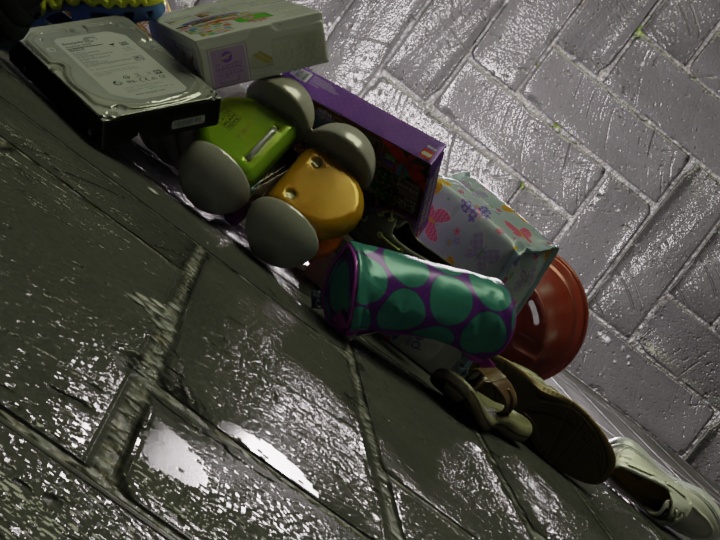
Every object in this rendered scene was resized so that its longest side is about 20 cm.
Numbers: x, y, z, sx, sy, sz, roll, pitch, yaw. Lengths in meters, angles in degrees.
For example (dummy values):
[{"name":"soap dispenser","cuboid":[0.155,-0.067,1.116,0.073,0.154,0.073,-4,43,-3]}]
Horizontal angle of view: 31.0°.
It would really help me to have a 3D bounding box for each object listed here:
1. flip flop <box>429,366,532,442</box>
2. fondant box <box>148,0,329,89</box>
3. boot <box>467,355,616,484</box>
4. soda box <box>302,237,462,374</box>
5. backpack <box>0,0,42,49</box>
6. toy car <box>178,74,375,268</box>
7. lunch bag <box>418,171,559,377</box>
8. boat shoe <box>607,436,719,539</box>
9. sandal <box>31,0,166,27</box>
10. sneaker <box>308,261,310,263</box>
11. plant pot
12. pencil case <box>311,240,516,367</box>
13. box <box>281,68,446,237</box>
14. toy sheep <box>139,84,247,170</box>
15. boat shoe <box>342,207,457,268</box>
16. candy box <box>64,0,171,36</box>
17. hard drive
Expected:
[{"name":"flip flop","cuboid":[0.136,0.132,1.362,0.081,0.058,0.200,40,5,35]},{"name":"fondant box","cuboid":[-0.137,-0.254,1.422,0.200,0.143,0.059,-144,-139,-62]},{"name":"boot","cuboid":[0.219,0.172,1.540,0.199,0.072,0.155,38,2,12]},{"name":"soda box","cuboid":[0.032,0.036,1.472,0.199,0.064,0.068,38,8,-2]},{"name":"backpack","cuboid":[-0.373,-0.311,1.204,0.167,0.163,0.200,35,5,16]},{"name":"toy car","cuboid":[-0.094,-0.092,1.376,0.199,0.175,0.150,38,-31,2]},{"name":"lunch bag","cuboid":[0.118,0.004,1.596,0.169,0.201,0.127,41,26,28]},{"name":"boat shoe","cuboid":[0.394,0.301,1.696,0.200,0.071,0.070,41,31,-10]},{"name":"sandal","cuboid":[-0.314,-0.283,1.441,0.080,0.197,0.088,-101,-172,-49]},{"name":"sneaker","cuboid":[0.000,0.000,1.543,0.200,0.071,0.098,37,4,23]},{"name":"plant pot","cuboid":[0.198,0.066,1.766,0.200,0.202,0.195,38,13,13]},{"name":"pencil case","cuboid":[0.057,0.035,1.276,0.198,0.094,0.085,12,-10,-30]},{"name":"box","cuboid":[-0.007,-0.129,1.441,0.199,0.039,0.138,30,-34,14]},{"name":"toy sheep","cuboid":[-0.187,-0.173,1.490,0.198,0.140,0.138,11,-9,29]},{"name":"boat shoe","cuboid":[0.037,-0.029,1.419,0.202,0.060,0.072,44,17,21]},{"name":"candy box","cuboid":[-0.283,-0.287,1.567,0.200,0.114,0.056,77,5,-66]},{"name":"hard drive","cuboid":[-0.251,-0.197,1.319,0.139,0.038,0.200,-16,42,-36]}]
